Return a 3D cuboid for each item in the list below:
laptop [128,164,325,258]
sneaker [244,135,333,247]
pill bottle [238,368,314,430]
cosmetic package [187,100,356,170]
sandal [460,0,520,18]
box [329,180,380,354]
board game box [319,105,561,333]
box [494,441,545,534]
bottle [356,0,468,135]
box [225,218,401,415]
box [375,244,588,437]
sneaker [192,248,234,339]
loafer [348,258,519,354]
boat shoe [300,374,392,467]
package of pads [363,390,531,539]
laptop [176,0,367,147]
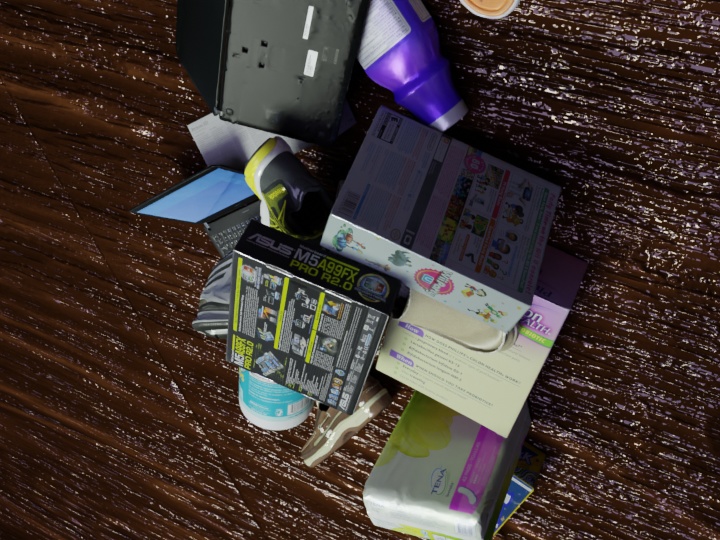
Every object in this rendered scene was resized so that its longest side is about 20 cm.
[{"bbox_3d":[-0.158,-0.038,0.936,0.175,0.103,0.202,-17,110,38],"label":"laptop"},{"bbox_3d":[-0.067,-0.059,0.810,0.085,0.074,0.200,44,173,24],"label":"sneaker"},{"bbox_3d":[-0.110,0.110,1.000,0.109,0.111,0.203,20,127,17],"label":"pill bottle"},{"bbox_3d":[-0.105,-0.169,0.852,0.197,0.051,0.084,-14,110,36],"label":"cosmetic package"},{"bbox_3d":[0.099,-0.319,0.628,0.078,0.059,0.210,10,124,25],"label":"sandal"},{"bbox_3d":[0.000,0.000,0.879,0.080,0.069,0.203,7,127,1],"label":"box"},{"bbox_3d":[0.079,-0.051,0.707,0.197,0.149,0.065,24,148,0],"label":"board game box"},{"bbox_3d":[0.169,0.304,0.993,0.069,0.064,0.202,31,131,9],"label":"box"},{"bbox_3d":[0.033,-0.227,0.724,0.083,0.065,0.201,-27,104,43],"label":"bottle"},{"bbox_3d":[-0.056,0.056,0.755,0.158,0.045,0.202,22,141,5],"label":"box"},{"bbox_3d":[0.130,0.054,0.831,0.174,0.097,0.202,25,130,14],"label":"box"},{"bbox_3d":[-0.109,0.017,0.881,0.197,0.118,0.076,-3,157,24],"label":"sneaker"},{"bbox_3d":[0.065,0.027,0.741,0.198,0.068,0.076,32,131,9],"label":"loafer"},{"bbox_3d":[-0.033,0.205,1.052,0.075,0.074,0.202,50,126,10],"label":"boat shoe"},{"bbox_3d":[0.105,0.224,0.887,0.152,0.201,0.069,2,127,29],"label":"package of pads"},{"bbox_3d":[-0.099,-0.246,0.744,0.196,0.104,0.179,13,135,-5],"label":"laptop"}]
